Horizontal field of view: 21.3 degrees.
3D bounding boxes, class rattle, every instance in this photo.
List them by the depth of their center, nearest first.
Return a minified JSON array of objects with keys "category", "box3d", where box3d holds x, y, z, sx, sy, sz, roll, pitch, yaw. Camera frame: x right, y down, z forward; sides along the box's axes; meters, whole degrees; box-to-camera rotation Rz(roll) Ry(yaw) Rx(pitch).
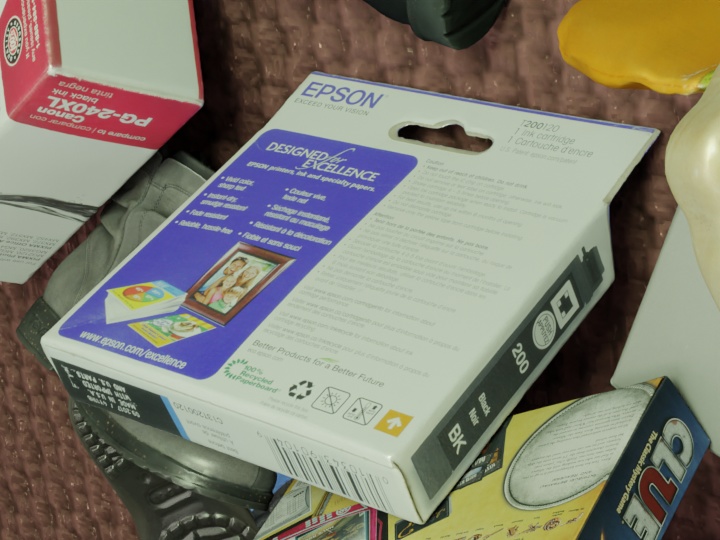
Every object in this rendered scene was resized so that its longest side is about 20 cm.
[{"category":"rattle","box3d":[0.154,0.001,0.598,0.200,0.131,0.142,42,150,-24]}]

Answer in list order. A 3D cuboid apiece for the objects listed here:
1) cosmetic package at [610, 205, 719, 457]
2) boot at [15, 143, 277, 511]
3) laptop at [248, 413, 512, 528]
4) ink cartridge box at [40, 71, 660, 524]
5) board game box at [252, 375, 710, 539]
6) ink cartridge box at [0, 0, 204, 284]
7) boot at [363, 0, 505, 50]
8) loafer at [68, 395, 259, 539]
[{"category":"cosmetic package","box3d":[0.173,-0.031,0.683,0.090,0.107,0.201,35,129,21]},{"category":"boot","box3d":[-0.084,0.015,0.905,0.200,0.070,0.132,37,98,41]},{"category":"laptop","box3d":[-0.031,0.067,0.882,0.116,0.201,0.187,37,125,-18]},{"category":"ink cartridge box","box3d":[0.000,0.000,0.804,0.197,0.200,0.044,14,140,38]},{"category":"board game box","box3d":[0.021,0.114,0.717,0.199,0.136,0.035,-19,115,44]},{"category":"ink cartridge box","box3d":[-0.164,-0.102,0.931,0.200,0.083,0.146,-37,54,46]},{"category":"boot","box3d":[-0.017,-0.200,0.788,0.167,0.076,0.201,23,131,28]},{"category":"loafer","box3d":[-0.087,0.121,1.039,0.073,0.071,0.201,-18,111,13]}]
